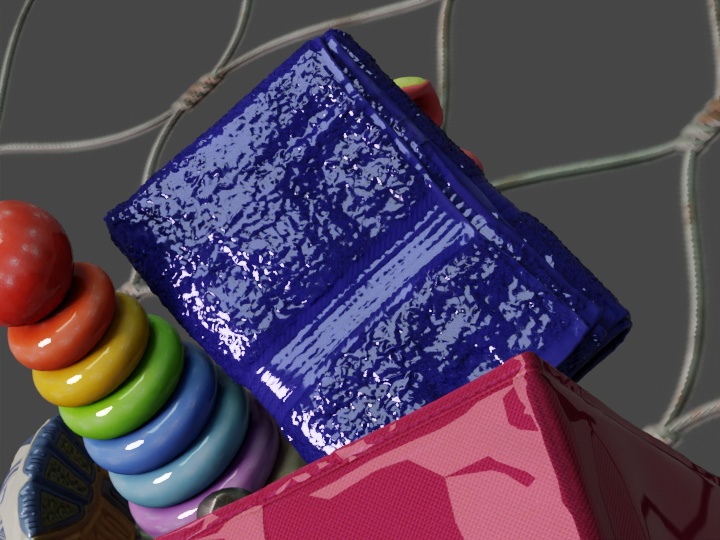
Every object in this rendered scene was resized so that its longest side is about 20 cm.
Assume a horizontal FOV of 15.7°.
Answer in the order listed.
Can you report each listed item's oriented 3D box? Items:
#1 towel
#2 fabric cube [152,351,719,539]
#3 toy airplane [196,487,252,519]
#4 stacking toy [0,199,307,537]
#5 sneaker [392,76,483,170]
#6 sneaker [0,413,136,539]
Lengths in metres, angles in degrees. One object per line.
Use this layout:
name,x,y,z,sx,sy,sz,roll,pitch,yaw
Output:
towel,0.000,0.000,1.129,0.148,0.050,0.200,-41,69,-8
fabric cube,0.040,0.173,0.804,0.200,0.196,0.200,-28,62,18
toy airplane,-0.098,0.189,1.017,0.199,0.141,0.200,-15,14,46
stacking toy,-0.109,0.046,1.146,0.085,0.200,0.085,-26,37,22
sneaker,0.017,-0.026,1.219,0.090,0.078,0.200,-18,46,5
sneaker,-0.162,0.150,1.198,0.088,0.075,0.200,-28,33,28
